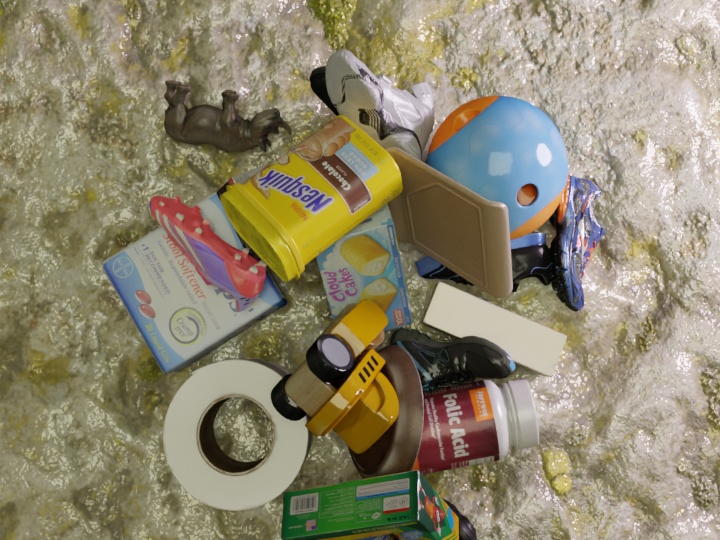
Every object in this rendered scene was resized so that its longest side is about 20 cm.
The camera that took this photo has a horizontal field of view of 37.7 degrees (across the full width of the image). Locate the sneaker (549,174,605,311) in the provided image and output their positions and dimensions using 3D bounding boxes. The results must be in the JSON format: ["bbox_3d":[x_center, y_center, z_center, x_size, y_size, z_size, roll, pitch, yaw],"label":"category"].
[{"bbox_3d":[0.318,-0.042,1.531,0.077,0.075,0.203,1,88,-3],"label":"sneaker"}]

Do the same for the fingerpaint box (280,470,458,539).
[{"bbox_3d":[0.016,0.351,1.428,0.197,0.167,0.074,-12,52,19],"label":"fingerpaint box"}]

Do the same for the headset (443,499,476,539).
[{"bbox_3d":[0.124,0.406,1.514,0.199,0.094,0.124,34,88,18],"label":"headset"}]

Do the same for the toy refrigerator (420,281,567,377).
[{"bbox_3d":[0.191,0.082,1.522,0.198,0.076,0.071,22,87,3],"label":"toy refrigerator"}]

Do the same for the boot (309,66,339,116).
[{"bbox_3d":[-0.020,-0.171,1.494,0.163,0.065,0.202,24,65,-20],"label":"boot"}]

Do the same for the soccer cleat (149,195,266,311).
[{"bbox_3d":[-0.217,-0.026,1.440,0.199,0.067,0.077,35,114,9],"label":"soccer cleat"}]

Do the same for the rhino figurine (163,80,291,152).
[{"bbox_3d":[-0.198,-0.220,1.554,0.197,0.060,0.089,10,105,1],"label":"rhino figurine"}]

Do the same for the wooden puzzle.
[{"bbox_3d":[0.120,-0.067,1.419,0.199,0.186,0.037,30,61,31],"label":"wooden puzzle"}]

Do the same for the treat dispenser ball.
[{"bbox_3d":[0.190,-0.141,1.474,0.198,0.201,0.204,0,86,1],"label":"treat dispenser ball"}]

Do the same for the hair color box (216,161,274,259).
[{"bbox_3d":[-0.091,-0.102,1.496,0.199,0.064,0.112,-25,86,-34],"label":"hair color box"}]

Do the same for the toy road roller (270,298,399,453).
[{"bbox_3d":[-0.012,0.149,1.403,0.146,0.200,0.123,43,123,0],"label":"toy road roller"}]

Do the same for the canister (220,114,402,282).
[{"bbox_3d":[-0.061,-0.099,1.373,0.199,0.087,0.148,-37,57,-16],"label":"canister"}]

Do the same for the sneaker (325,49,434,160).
[{"bbox_3d":[0.033,-0.238,1.467,0.201,0.075,0.115,52,46,-22],"label":"sneaker"}]

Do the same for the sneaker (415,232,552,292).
[{"bbox_3d":[0.181,0.000,1.530,0.197,0.070,0.079,-11,84,3],"label":"sneaker"}]

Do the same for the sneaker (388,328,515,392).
[{"bbox_3d":[0.122,0.138,1.482,0.198,0.074,0.082,2,50,33],"label":"sneaker"}]

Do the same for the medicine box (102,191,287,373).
[{"bbox_3d":[-0.234,0.019,1.518,0.199,0.103,0.184,-32,86,-1],"label":"medicine box"}]

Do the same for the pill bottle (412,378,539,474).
[{"bbox_3d":[0.146,0.219,1.493,0.197,0.114,0.116,-11,86,0],"label":"pill bottle"}]

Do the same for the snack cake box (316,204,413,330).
[{"bbox_3d":[0.000,0.000,1.472,0.113,0.201,0.068,-15,44,-2],"label":"snack cake box"}]

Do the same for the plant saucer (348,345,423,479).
[{"bbox_3d":[0.026,0.203,1.457,0.032,0.200,0.203,8,86,-25],"label":"plant saucer"}]

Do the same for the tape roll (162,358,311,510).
[{"bbox_3d":[-0.167,0.226,1.484,0.199,0.139,0.206,0,85,1],"label":"tape roll"}]
